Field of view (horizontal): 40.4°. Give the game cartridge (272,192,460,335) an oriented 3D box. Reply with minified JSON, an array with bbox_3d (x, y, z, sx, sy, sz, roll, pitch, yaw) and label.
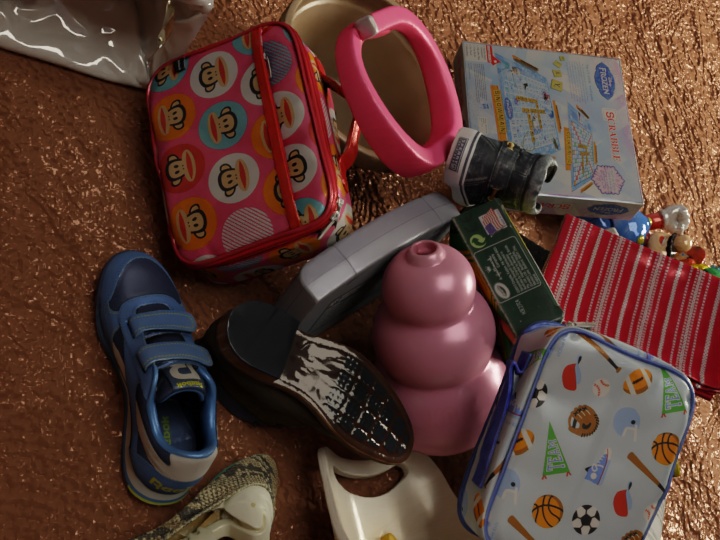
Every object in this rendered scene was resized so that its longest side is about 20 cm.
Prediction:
[{"bbox_3d":[0.000,0.000,0.863,0.199,0.133,0.041,-30,80,-42],"label":"game cartridge"}]

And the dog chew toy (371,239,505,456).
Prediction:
[{"bbox_3d":[0.064,0.063,0.843,0.125,0.124,0.201,-47,141,-41],"label":"dog chew toy"}]

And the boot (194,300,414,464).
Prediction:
[{"bbox_3d":[-0.049,0.099,0.810,0.200,0.097,0.075,40,56,-20],"label":"boot"}]

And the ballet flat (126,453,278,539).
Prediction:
[{"bbox_3d":[-0.114,0.203,0.716,0.199,0.075,0.068,-27,113,-42],"label":"ballet flat"}]

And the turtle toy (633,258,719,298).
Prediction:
[{"bbox_3d":[0.339,0.042,1.055,0.199,0.145,0.102,-8,81,-35],"label":"turtle toy"}]

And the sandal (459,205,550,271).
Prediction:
[{"bbox_3d":[0.180,0.004,1.061,0.199,0.045,0.075,37,45,0],"label":"sandal"}]

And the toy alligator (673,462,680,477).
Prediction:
[{"bbox_3d":[0.308,0.179,1.061,0.201,0.059,0.055,-80,156,-50],"label":"toy alligator"}]

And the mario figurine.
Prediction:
[{"bbox_3d":[0.333,-0.049,1.148,0.200,0.106,0.124,38,86,-6],"label":"mario figurine"}]

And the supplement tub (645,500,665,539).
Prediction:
[{"bbox_3d":[0.231,0.185,0.945,0.132,0.132,0.201,36,51,-17],"label":"supplement tub"}]

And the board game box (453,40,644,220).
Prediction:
[{"bbox_3d":[0.210,-0.160,1.114,0.198,0.041,0.202,4,64,-10],"label":"board game box"}]

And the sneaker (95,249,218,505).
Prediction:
[{"bbox_3d":[-0.150,0.072,0.751,0.073,0.082,0.202,-4,70,-35],"label":"sneaker"}]

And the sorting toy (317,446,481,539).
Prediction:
[{"bbox_3d":[0.036,0.224,0.809,0.199,0.107,0.181,8,47,-42],"label":"sorting toy"}]

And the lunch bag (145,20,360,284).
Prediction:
[{"bbox_3d":[-0.082,-0.101,0.825,0.082,0.175,0.202,41,33,-68],"label":"lunch bag"}]

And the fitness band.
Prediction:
[{"bbox_3d":[0.040,-0.160,0.868,0.144,0.037,0.200,64,27,-9],"label":"fitness band"}]

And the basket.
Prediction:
[{"bbox_3d":[-0.237,-0.259,0.816,0.199,0.135,0.124,12,59,-32],"label":"basket"}]

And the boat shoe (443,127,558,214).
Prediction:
[{"bbox_3d":[0.138,-0.085,0.937,0.090,0.071,0.200,22,6,12],"label":"boat shoe"}]

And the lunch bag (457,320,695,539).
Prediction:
[{"bbox_3d":[0.170,0.141,0.791,0.159,0.076,0.202,21,87,-13],"label":"lunch bag"}]

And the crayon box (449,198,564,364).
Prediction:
[{"bbox_3d":[0.130,0.036,0.924,0.050,0.200,0.128,-24,67,-6],"label":"crayon box"}]

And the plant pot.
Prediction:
[{"bbox_3d":[-0.012,-0.177,0.969,0.200,0.093,0.202,17,59,-31],"label":"plant pot"}]

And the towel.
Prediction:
[{"bbox_3d":[0.275,0.031,0.967,0.199,0.023,0.145,24,55,8],"label":"towel"}]
